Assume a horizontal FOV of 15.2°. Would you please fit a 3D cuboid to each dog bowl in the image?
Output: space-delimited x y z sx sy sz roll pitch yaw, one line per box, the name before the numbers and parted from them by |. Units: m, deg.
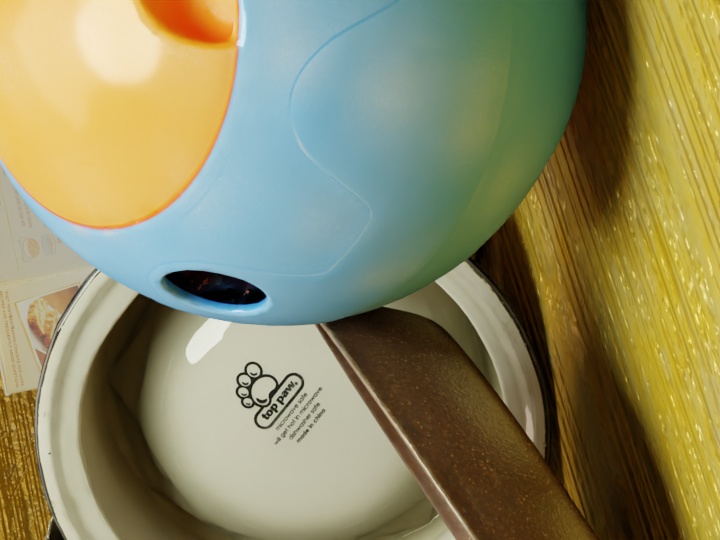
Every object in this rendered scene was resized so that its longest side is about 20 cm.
dog bowl | -0.025 0.053 1.069 0.074 0.200 0.200 -83 -14 -72

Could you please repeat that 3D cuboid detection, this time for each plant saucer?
plant saucer | 0.051 0.085 0.917 0.201 0.037 0.200 56 176 5

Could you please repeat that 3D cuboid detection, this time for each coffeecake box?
coffeecake box | -0.100 -0.025 1.405 0.154 0.200 0.073 -111 13 -53

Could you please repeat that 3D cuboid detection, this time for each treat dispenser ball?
treat dispenser ball | -0.028 -0.083 0.860 0.201 0.201 0.201 170 90 -81

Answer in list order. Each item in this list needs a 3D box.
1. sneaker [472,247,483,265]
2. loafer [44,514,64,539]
sneaker | 0.000 0.000 1.175 0.200 0.082 0.078 94 163 -61
loafer | -0.082 0.075 1.157 0.076 0.067 0.200 57 135 45
